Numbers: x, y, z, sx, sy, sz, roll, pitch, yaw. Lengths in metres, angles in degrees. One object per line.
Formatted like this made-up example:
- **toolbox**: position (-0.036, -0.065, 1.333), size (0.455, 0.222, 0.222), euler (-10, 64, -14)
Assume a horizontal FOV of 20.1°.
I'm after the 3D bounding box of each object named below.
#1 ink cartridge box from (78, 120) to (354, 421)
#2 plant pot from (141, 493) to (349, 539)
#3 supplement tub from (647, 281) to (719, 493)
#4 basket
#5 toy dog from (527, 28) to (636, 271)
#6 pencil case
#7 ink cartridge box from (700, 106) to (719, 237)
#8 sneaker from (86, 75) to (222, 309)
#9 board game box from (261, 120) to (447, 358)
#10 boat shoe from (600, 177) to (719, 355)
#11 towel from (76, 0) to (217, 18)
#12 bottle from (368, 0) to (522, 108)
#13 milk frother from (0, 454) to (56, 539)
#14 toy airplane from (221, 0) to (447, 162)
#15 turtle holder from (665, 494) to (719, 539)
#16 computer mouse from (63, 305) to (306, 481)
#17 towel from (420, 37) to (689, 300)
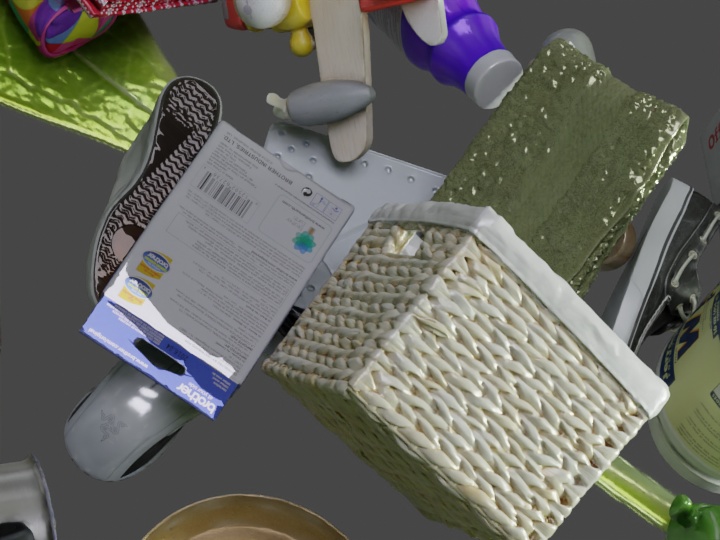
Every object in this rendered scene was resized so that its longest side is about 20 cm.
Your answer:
- **ink cartridge box**: position (-0.104, 0.003, 1.457), size (0.119, 0.042, 0.200), euler (33, 62, -3)
- **plant pot**: position (-0.078, 0.255, 1.419), size (0.199, 0.028, 0.201), euler (6, 61, -11)
- **supplement tub**: position (0.306, 0.075, 1.516), size (0.144, 0.200, 0.146), euler (6, 62, -12)
- **basket**: position (0.069, 0.074, 1.420), size (0.200, 0.198, 0.161), euler (43, 78, -18)
- **toy dog**: position (0.154, -0.083, 1.621), size (0.096, 0.132, 0.201), euler (-14, 50, 22)
- **pencil case**: position (-0.263, -0.264, 1.603), size (0.088, 0.088, 0.200), euler (-27, 71, -26)
- **ink cartridge box**: position (0.350, -0.060, 1.630), size (0.083, 0.145, 0.201), euler (1, 63, -14)
- **sneaker**: position (-0.155, -0.043, 1.523), size (0.073, 0.085, 0.201), euler (25, 64, -11)
- **board game box**: position (0.000, 0.000, 1.573), size (0.199, 0.026, 0.201), euler (18, 60, -6)
- **boat shoe**: position (0.239, 0.012, 1.607), size (0.063, 0.071, 0.200), euler (28, 58, 2)
- **towel**: position (-0.194, -0.263, 1.593), size (0.145, 0.022, 0.200), euler (51, 27, 8)
- **bottle**: position (0.056, -0.205, 1.630), size (0.065, 0.084, 0.200), euler (-27, 51, -17)
- **milk frother**: position (-0.290, 0.240, 1.324), size (0.187, 0.180, 0.201), euler (-6, 108, -18)
- **toy airplane**: position (-0.030, -0.212, 1.562), size (0.141, 0.200, 0.200), euler (-14, 56, -41)
- **turtle holder**: position (0.268, 0.245, 1.469), size (0.131, 0.186, 0.142), euler (17, 92, -5)
- **computer mouse**: position (-0.129, 0.073, 1.470), size (0.110, 0.044, 0.200), euler (44, 72, 6)
- **towel**: position (0.143, -0.064, 1.538), size (0.148, 0.036, 0.200), euler (35, 94, 25)
